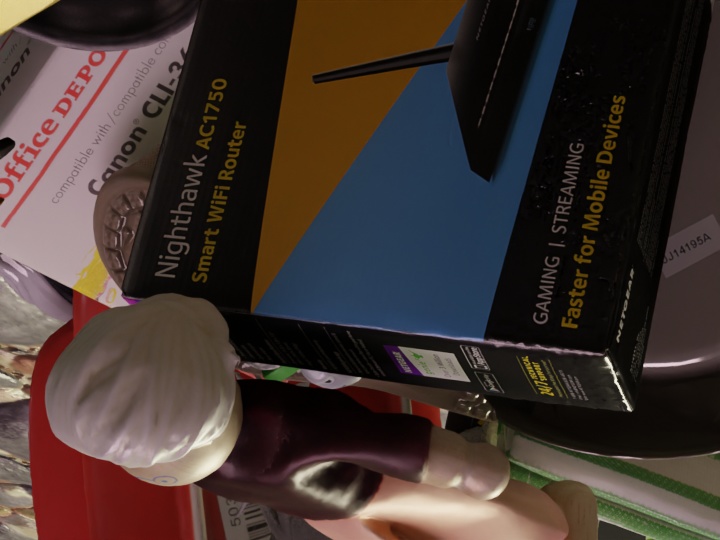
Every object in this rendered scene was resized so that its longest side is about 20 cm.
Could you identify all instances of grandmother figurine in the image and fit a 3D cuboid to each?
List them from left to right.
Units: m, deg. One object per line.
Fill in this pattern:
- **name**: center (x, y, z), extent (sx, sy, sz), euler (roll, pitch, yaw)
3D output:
- **grandmother figurine**: center (-0.010, 0.058, 0.809), extent (0.121, 0.061, 0.199), euler (-14, 153, 40)

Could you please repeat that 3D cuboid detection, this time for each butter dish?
- **butter dish**: center (-0.070, 0.088, 1.175), extent (0.199, 0.202, 0.147), euler (-1, 173, -45)

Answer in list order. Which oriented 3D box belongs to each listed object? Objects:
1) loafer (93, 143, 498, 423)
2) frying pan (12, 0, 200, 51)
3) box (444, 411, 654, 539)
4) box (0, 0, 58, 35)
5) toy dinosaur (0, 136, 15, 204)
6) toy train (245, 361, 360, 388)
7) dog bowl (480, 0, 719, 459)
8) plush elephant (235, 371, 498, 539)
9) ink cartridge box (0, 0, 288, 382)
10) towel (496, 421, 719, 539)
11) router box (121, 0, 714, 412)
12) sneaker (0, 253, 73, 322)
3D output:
- **loafer**: center (0.000, 0.000, 1.000), extent (0.199, 0.069, 0.076), euler (20, 131, -10)
- **frying pan**: center (-0.106, -0.097, 0.935), extent (0.114, 0.031, 0.191), euler (19, 139, -1)
- **box**: center (0.153, 0.066, 1.156), extent (0.148, 0.125, 0.199), euler (31, 151, -35)
- **box**: center (-0.072, -0.129, 0.824), extent (0.199, 0.075, 0.050), euler (-26, 120, 31)
- **toy dinosaur**: center (-0.191, -0.029, 0.909), extent (0.199, 0.136, 0.103), euler (26, 133, 26)
- **toy train**: center (-0.018, -0.043, 0.916), extent (0.056, 0.201, 0.042), euler (31, 133, -32)
- **dog bowl**: center (0.096, -0.035, 0.878), extent (0.199, 0.202, 0.059), euler (7, 171, 17)
- **plush elephant**: center (0.040, 0.121, 1.049), extent (0.154, 0.201, 0.165), euler (-11, 162, -38)
- **ink cartridge box**: center (-0.082, -0.052, 1.020), extent (0.199, 0.068, 0.117), euler (27, 109, -28)
- **towel**: center (0.117, 0.019, 0.979), extent (0.152, 0.201, 0.023), euler (20, 134, -13)
- **router box**: center (0.026, -0.065, 0.828), extent (0.148, 0.201, 0.051), euler (6, 157, 19)
- **sneaker**: center (-0.110, -0.036, 1.136), extent (0.113, 0.076, 0.200), euler (-7, 150, 39)
